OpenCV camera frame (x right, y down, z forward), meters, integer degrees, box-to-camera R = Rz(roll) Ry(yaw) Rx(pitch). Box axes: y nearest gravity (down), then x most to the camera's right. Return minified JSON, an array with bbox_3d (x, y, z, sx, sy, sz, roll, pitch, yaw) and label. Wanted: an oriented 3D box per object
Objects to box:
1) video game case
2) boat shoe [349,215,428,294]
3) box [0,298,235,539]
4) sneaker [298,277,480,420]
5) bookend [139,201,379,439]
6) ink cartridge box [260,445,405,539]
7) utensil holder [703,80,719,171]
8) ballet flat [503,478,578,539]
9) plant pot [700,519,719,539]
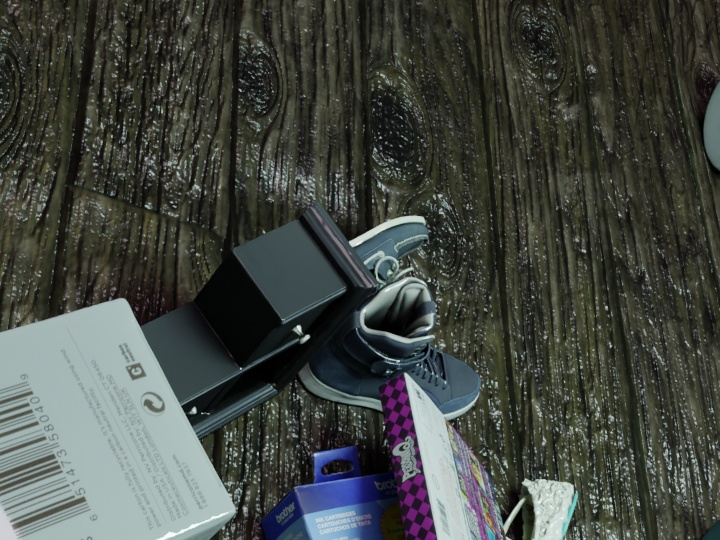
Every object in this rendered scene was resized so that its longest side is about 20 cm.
[{"bbox_3d":[0.083,0.218,1.296,0.182,0.036,0.201,51,18,-38],"label":"video game case"},{"bbox_3d":[0.000,0.000,1.462,0.199,0.075,0.062,-22,71,-41],"label":"boat shoe"},{"bbox_3d":[-0.242,0.164,1.106,0.199,0.171,0.200,-17,69,-42],"label":"box"},{"bbox_3d":[0.060,0.078,1.397,0.200,0.146,0.078,10,52,-31],"label":"sneaker"},{"bbox_3d":[-0.118,0.060,1.248,0.198,0.200,0.092,-27,75,-44],"label":"bookend"},{"bbox_3d":[0.001,0.257,1.277,0.135,0.076,0.202,-4,59,-36],"label":"ink cartridge box"},{"bbox_3d":[0.581,-0.184,1.931,0.198,0.170,0.172,13,52,-25],"label":"utensil holder"},{"bbox_3d":[0.158,0.276,1.383,0.071,0.072,0.201,34,40,-8],"label":"ballet flat"},{"bbox_3d":[0.378,0.333,1.439,0.199,0.141,0.142,-30,77,-36],"label":"plant pot"}]
